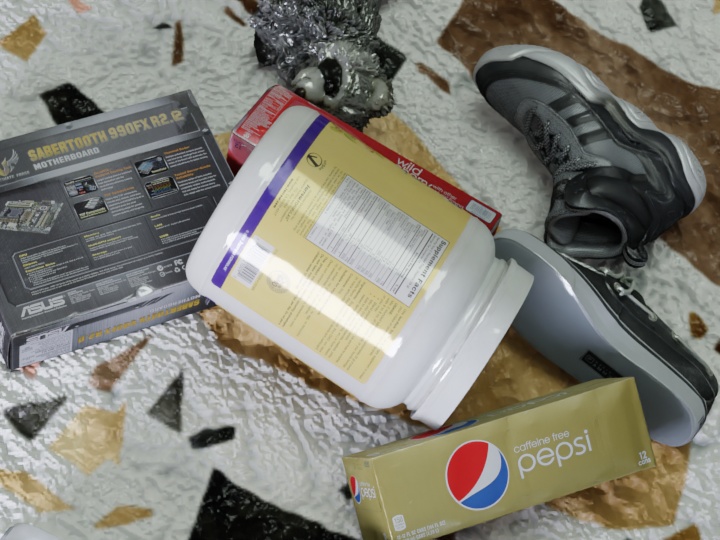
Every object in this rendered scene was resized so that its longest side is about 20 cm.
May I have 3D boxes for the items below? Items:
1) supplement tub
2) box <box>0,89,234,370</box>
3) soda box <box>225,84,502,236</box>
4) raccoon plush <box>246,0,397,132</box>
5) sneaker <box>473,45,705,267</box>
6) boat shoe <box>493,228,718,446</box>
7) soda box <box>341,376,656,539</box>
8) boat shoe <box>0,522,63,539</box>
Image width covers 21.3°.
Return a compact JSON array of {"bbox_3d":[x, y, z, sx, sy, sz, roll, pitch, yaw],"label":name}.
[{"bbox_3d":[0.000,0.000,1.275,0.199,0.146,0.146,33,57,-1],"label":"supplement tub"},{"bbox_3d":[-0.183,-0.032,1.362,0.198,0.048,0.159,-18,62,-21],"label":"box"},{"bbox_3d":[-0.001,-0.051,1.394,0.199,0.070,0.064,31,56,10],"label":"soda box"},{"bbox_3d":[0.011,-0.181,1.474,0.199,0.097,0.134,-35,77,-28],"label":"raccoon plush"},{"bbox_3d":[0.153,-0.083,1.430,0.199,0.076,0.114,35,55,10],"label":"sneaker"},{"bbox_3d":[0.174,0.035,1.360,0.199,0.074,0.068,39,48,3],"label":"boat shoe"},{"bbox_3d":[0.094,0.128,1.285,0.198,0.068,0.065,-16,90,-19],"label":"soda box"},{"bbox_3d":[-0.151,0.229,1.185,0.199,0.072,0.068,26,54,10],"label":"boat shoe"}]
